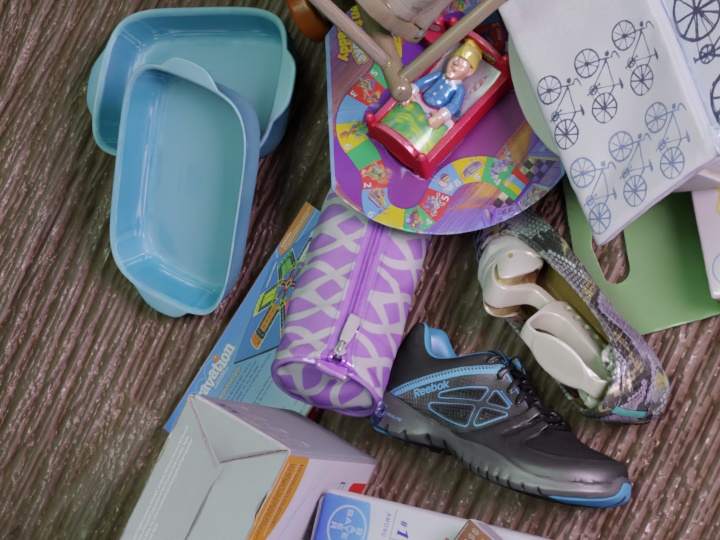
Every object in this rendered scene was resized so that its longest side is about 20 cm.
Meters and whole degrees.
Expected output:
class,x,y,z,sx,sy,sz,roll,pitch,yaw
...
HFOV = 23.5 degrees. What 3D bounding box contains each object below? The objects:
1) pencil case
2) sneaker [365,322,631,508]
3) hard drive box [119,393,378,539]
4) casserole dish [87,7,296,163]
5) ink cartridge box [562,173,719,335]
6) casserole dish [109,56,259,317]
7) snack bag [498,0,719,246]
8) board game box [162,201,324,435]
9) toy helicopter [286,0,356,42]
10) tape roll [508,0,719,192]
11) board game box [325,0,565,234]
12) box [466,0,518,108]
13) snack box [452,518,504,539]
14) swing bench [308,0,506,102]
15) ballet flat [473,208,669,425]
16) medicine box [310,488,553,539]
class,x,y,z,sx,sy,sz,roll,pitch,yaw
pencil case,0.000,0.000,1.176,0.083,0.086,0.202,13,64,6
sneaker,0.092,0.095,1.128,0.199,0.073,0.083,21,87,34
hard drive box,-0.079,0.170,1.126,0.076,0.200,0.157,27,91,17
casserole dish,-0.125,-0.140,1.343,0.198,0.039,0.122,4,81,33
ink cartridge box,0.220,-0.044,1.111,0.198,0.048,0.147,-16,68,24
casserole dish,-0.127,-0.063,1.287,0.120,0.039,0.202,25,119,28
snack bag,0.182,-0.143,1.023,0.200,0.021,0.190,-37,58,34
board game box,-0.056,0.060,1.261,0.103,0.019,0.201,35,94,32
toy helicopter,-0.051,-0.279,1.293,0.078,0.132,0.202,-27,63,22
tape roll,0.189,-0.152,1.081,0.201,0.070,0.205,-9,76,42
board game box,0.052,-0.123,1.154,0.156,0.039,0.202,-5,66,7
box,0.070,-0.185,1.241,0.082,0.049,0.202,-27,63,22
snack box,0.034,0.248,1.022,0.072,0.024,0.201,39,97,32
swing bench,0.048,-0.255,1.108,0.198,0.130,0.201,-38,31,23
ballet flat,0.120,0.023,1.127,0.072,0.072,0.201,-47,55,11
medicine box,0.060,0.250,1.083,0.198,0.103,0.184,8,80,33
